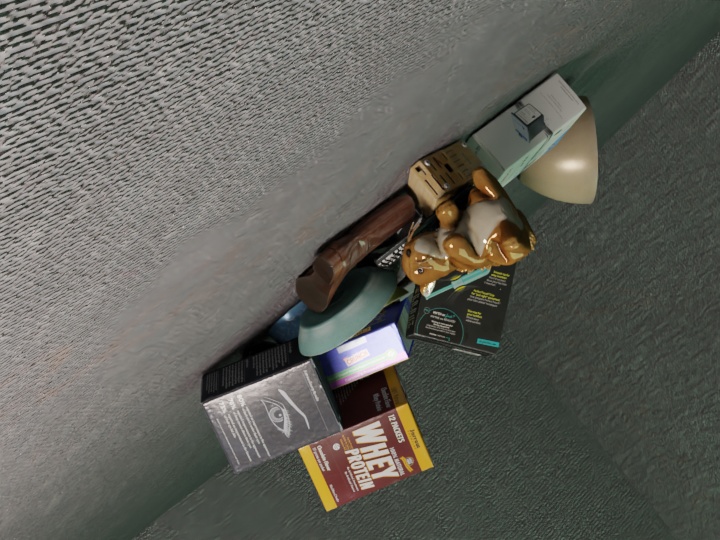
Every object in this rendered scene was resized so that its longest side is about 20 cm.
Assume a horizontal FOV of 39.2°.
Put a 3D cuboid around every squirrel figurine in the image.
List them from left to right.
[{"bbox_3d":[0.159,-0.035,1.522,0.186,0.143,0.200,-33,159,19],"label":"squirrel figurine"}]

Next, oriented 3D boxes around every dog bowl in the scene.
[{"bbox_3d":[-0.109,0.104,1.859,0.111,0.050,0.200,-39,172,-9],"label":"dog bowl"}]

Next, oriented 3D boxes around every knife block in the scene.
[{"bbox_3d":[0.109,-0.119,1.602,0.199,0.064,0.176,-31,167,-50],"label":"knife block"}]

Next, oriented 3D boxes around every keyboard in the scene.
[{"bbox_3d":[0.112,-0.067,1.608,0.199,0.021,0.127,-37,172,14],"label":"keyboard"}]

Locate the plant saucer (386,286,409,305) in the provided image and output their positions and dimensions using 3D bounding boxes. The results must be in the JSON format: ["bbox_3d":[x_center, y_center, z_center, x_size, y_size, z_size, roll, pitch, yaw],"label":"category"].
[{"bbox_3d":[-0.009,0.073,1.748,0.199,0.031,0.200,-28,178,-1],"label":"plant saucer"}]

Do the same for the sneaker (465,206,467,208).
[{"bbox_3d":[0.178,-0.095,1.829,0.200,0.075,0.079,-41,-172,50],"label":"sneaker"}]

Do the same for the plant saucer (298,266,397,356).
[{"bbox_3d":[-0.030,0.055,1.625,0.199,0.036,0.200,-35,-161,14],"label":"plant saucer"}]

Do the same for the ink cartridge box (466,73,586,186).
[{"bbox_3d":[0.263,-0.220,1.704,0.200,0.086,0.147,-39,172,-20],"label":"ink cartridge box"}]

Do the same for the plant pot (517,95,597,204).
[{"bbox_3d":[0.360,-0.222,1.902,0.133,0.203,0.200,-4,173,3],"label":"plant pot"}]

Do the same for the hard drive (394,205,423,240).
[{"bbox_3d":[0.151,-0.137,1.812,0.199,0.038,0.140,-38,172,-23],"label":"hard drive"}]

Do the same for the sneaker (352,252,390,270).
[{"bbox_3d":[0.000,0.000,1.779,0.088,0.075,0.200,-47,-171,-37],"label":"sneaker"}]

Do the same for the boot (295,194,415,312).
[{"bbox_3d":[-0.004,-0.031,1.598,0.200,0.064,0.186,-42,176,-29],"label":"boot"}]

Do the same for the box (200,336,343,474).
[{"bbox_3d":[-0.146,0.219,1.674,0.198,0.149,0.104,-21,-158,0],"label":"box"}]

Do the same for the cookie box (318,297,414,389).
[{"bbox_3d":[0.011,0.128,1.846,0.170,0.076,0.200,-23,-171,14],"label":"cookie box"}]

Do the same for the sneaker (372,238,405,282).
[{"bbox_3d":[0.061,-0.014,1.932,0.199,0.078,0.099,-36,175,-23],"label":"sneaker"}]

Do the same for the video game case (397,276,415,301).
[{"bbox_3d":[0.072,0.012,1.979,0.181,0.023,0.199,-34,-162,-34],"label":"video game case"}]

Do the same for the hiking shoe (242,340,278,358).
[{"bbox_3d":[-0.171,0.156,1.800,0.199,0.100,0.076,-12,-132,54],"label":"hiking shoe"}]

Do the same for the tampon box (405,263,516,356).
[{"bbox_3d":[0.172,0.031,1.722,0.126,0.148,0.202,128,-24,-82],"label":"tampon box"}]

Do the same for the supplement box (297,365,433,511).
[{"bbox_3d":[-0.001,0.281,1.772,0.198,0.134,0.197,-23,-160,1],"label":"supplement box"}]
